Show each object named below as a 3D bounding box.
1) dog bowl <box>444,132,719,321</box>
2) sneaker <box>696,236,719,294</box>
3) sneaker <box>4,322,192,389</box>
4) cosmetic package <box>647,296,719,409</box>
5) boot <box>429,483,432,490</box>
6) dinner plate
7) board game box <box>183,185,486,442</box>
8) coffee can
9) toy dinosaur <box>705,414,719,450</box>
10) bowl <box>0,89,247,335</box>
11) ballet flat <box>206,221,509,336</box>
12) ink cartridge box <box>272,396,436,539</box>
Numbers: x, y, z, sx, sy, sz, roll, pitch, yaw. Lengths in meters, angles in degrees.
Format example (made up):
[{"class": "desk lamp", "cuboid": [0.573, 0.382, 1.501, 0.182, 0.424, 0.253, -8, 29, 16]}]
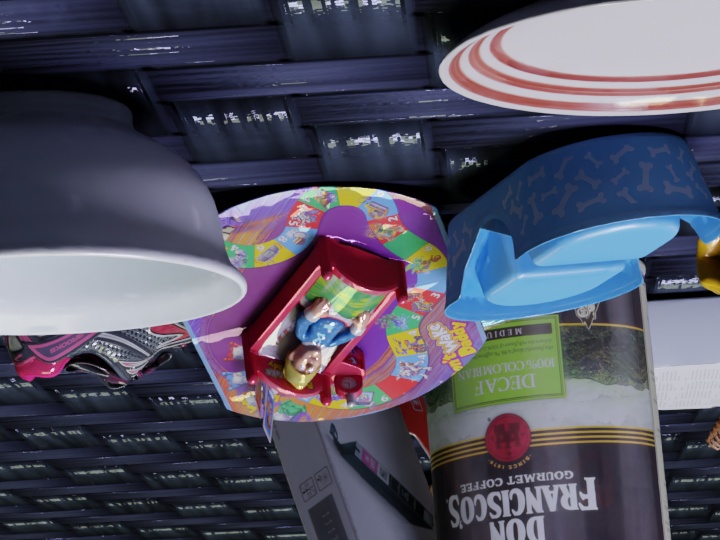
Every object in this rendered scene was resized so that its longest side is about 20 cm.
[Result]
[{"class": "dog bowl", "cuboid": [0.111, -0.022, 1.532, 0.111, 0.050, 0.200, -5, 167, -22]}, {"class": "sneaker", "cuboid": [0.240, -0.012, 1.587, 0.082, 0.078, 0.200, 1, 168, -13]}, {"class": "sneaker", "cuboid": [-0.130, 0.034, 1.732, 0.199, 0.075, 0.080, 6, 166, -39]}, {"class": "cosmetic package", "cuboid": [0.224, 0.058, 1.999, 0.150, 0.052, 0.200, -5, 169, 3]}, {"class": "boot", "cuboid": [0.137, 0.236, 2.815, 0.199, 0.073, 0.155, 3, 167, -17]}, {"class": "dinner plate", "cuboid": [0.132, -0.099, 1.259, 0.199, 0.024, 0.200, -2, 168, 0]}, {"class": "board game box", "cuboid": [-0.017, 0.034, 1.613, 0.157, 0.039, 0.200, -13, 139, 8]}, {"class": "coffee can", "cuboid": [0.112, 0.101, 1.791, 0.146, 0.201, 0.146, -5, 167, -1]}, {"class": "toy dinosaur", "cuboid": [0.337, 0.098, 2.191, 0.135, 0.102, 0.200, 30, 169, -26]}, {"class": "bowl", "cuboid": [-0.154, -0.029, 1.369, 0.200, 0.091, 0.201, -3, 169, -1]}, {"class": "ballet flat", "cuboid": [0.000, 0.000, 1.667, 0.199, 0.071, 0.065, 1, -164, -6]}, {"class": "ink cartridge box", "cuboid": [0.017, 0.117, 1.867, 0.044, 0.201, 0.173, -37, 151, 32]}]
